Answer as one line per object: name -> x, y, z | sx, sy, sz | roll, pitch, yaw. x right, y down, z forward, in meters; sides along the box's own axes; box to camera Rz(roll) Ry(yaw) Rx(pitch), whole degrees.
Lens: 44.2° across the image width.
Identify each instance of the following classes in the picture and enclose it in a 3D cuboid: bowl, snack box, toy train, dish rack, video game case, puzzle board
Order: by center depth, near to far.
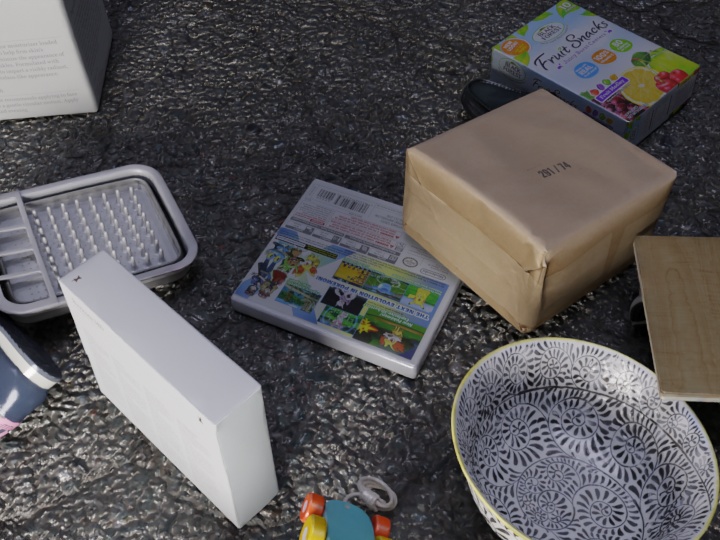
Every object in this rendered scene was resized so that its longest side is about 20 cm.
toy train -> 0.036, 0.236, 0.646 | 0.199, 0.056, 0.149 | 35, 18, 37
bowl -> 0.160, 0.158, 0.678 | 0.197, 0.095, 0.203 | 4, 43, -3
puzzle board -> 0.313, 0.038, 0.737 | 0.148, 0.018, 0.202 | 2, 39, 9
video game case -> 0.000, 0.000, 0.880 | 0.197, 0.022, 0.183 | 19, 53, 18
dish rack -> -0.276, -0.025, 0.889 | 0.197, 0.044, 0.172 | -18, 49, -22
snack box -> 0.272, -0.233, 1.044 | 0.141, 0.053, 0.199 | -35, 56, -26

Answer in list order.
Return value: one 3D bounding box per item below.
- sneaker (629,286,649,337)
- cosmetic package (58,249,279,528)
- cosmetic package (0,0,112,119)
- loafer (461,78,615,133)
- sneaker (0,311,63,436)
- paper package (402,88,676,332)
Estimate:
sneaker -> 0.349, 0.032, 0.799 | 0.197, 0.074, 0.081 | 15, 49, 15
cosmetic package -> -0.154, 0.096, 0.720 | 0.199, 0.152, 0.052 | 35, 59, 28
cosmetic package -> -0.406, -0.311, 1.052 | 0.162, 0.202, 0.167 | -4, 49, -1
loafer -> 0.198, -0.171, 0.983 | 0.199, 0.071, 0.068 | 35, 57, 28
sneaker -> -0.355, 0.072, 0.811 | 0.199, 0.070, 0.082 | 33, 82, 39
paper package -> 0.166, -0.066, 0.854 | 0.198, 0.105, 0.190 | -27, 53, -30
